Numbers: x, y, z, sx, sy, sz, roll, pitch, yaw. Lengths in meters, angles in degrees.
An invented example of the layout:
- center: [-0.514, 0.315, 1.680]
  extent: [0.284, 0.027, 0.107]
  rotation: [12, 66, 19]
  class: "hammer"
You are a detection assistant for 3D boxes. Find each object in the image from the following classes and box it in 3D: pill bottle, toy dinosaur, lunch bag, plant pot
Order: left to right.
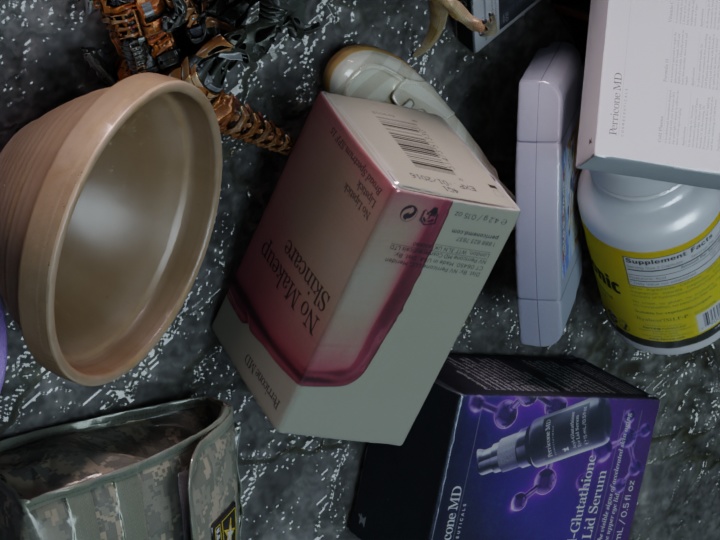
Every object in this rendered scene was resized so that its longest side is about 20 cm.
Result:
- center: [-0.176, -0.036, 1.430]
  extent: [0.201, 0.092, 0.202]
  rotation: [-48, 149, -42]
  class: "plant pot"
- center: [-0.158, 0.187, 1.527]
  extent: [0.199, 0.117, 0.165]
  rotation: [-16, 114, -35]
  class: "lunch bag"
- center: [-0.106, -0.154, 1.479]
  extent: [0.136, 0.102, 0.200]
  rotation: [-41, 144, 1]
  class: "toy dinosaur"
- center: [0.054, -0.201, 1.514]
  extent: [0.058, 0.101, 0.200]
  rotation: [-58, 152, -12]
  class: "toy dinosaur"
- center: [0.222, -0.037, 1.674]
  extent: [0.111, 0.111, 0.201]
  rotation: [-40, 141, -17]
  class: "pill bottle"

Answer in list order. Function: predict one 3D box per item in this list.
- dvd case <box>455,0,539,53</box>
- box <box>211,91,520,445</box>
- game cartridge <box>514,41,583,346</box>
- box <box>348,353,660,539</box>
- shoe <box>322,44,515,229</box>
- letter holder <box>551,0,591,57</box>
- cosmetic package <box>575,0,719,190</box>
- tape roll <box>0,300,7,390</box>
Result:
- center: [0.143, -0.258, 1.587]
  extent: [0.200, 0.025, 0.151]
  rotation: [-40, 156, -15]
  class: "dvd case"
- center: [0.000, 0.000, 1.526]
  extent: [0.108, 0.128, 0.201]
  rotation: [9, 119, -35]
  class: "box"
- center: [0.139, -0.054, 1.643]
  extent: [0.041, 0.133, 0.201]
  rotation: [1, 110, 8]
  class: "game cartridge"
- center: [0.108, 0.147, 1.696]
  extent: [0.199, 0.104, 0.149]
  rotation: [2, 105, -35]
  class: "box"
- center: [0.049, -0.091, 1.608]
  extent: [0.200, 0.053, 0.070]
  rotation: [42, 81, -36]
  class: "shoe"
- center: [0.267, -0.209, 1.687]
  extent: [0.200, 0.100, 0.142]
  rotation: [-46, 127, -12]
  class: "letter holder"
- center: [0.235, -0.161, 1.566]
  extent: [0.150, 0.052, 0.202]
  rotation: [9, 80, -12]
  class: "cosmetic package"
- center: [-0.323, 0.051, 1.400]
  extent: [0.199, 0.066, 0.202]
  rotation: [-11, 111, -31]
  class: "tape roll"
